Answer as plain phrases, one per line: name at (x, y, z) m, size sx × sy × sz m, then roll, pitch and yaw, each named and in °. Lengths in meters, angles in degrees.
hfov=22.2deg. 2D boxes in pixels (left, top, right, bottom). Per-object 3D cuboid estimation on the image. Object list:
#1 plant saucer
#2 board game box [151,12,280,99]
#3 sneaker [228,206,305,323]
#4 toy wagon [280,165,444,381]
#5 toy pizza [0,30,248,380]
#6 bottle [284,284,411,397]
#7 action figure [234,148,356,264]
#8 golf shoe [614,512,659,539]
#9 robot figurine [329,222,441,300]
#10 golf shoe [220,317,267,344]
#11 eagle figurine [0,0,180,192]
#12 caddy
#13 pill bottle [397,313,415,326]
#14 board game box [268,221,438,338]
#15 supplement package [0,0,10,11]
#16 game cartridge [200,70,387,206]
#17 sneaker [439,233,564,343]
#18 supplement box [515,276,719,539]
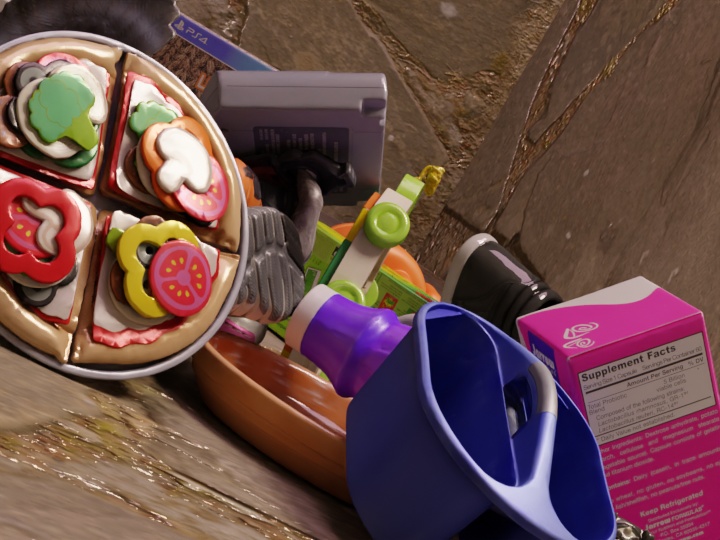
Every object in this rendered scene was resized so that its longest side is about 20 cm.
plant saucer at (-0.024, 0.101, 1.147) m, size 0.199 × 0.038 × 0.200 m, roll 30°, pitch 3°, yaw -2°
board game box at (-0.141, -0.108, 1.711) m, size 0.159 × 0.201 × 0.097 m, roll 32°, pitch 4°, yaw 27°
sneaker at (-0.118, 0.000, 1.162) m, size 0.115 × 0.076 × 0.200 m, roll -5°, pitch -1°, yaw 22°
toy wagon at (0.000, 0.000, 1.359) m, size 0.039 × 0.201 × 0.155 m, roll 29°, pitch -22°, yaw 2°
toy pizza at (-0.141, -0.040, 1.011) m, size 0.200 × 0.201 × 0.032 m, roll 29°, pitch -30°, yaw -27°
bottle at (0.043, 0.079, 1.182) m, size 0.199 × 0.065 × 0.084 m, roll 32°, pitch -1°, yaw 16°
action figure at (-0.112, -0.031, 1.274) m, size 0.199 × 0.105 × 0.193 m, roll -12°, pitch -23°, yaw 31°
golf shoe at (0.173, 0.212, 1.123) m, size 0.199 × 0.077 × 0.088 m, roll 33°, pitch -17°, yaw -7°
robot figurine at (-0.002, 0.015, 1.832) m, size 0.117 × 0.143 × 0.200 m, roll 65°, pitch -5°, yaw -14°
golf shoe at (-0.095, 0.008, 1.394) m, size 0.075 × 0.092 × 0.200 m, roll 31°, pitch 5°, yaw -11°
eagle figurine at (-0.194, -0.077, 1.082) m, size 0.151 × 0.152 × 0.200 m, roll 47°, pitch 45°, yaw 10°
caddy at (0.072, 0.098, 1.028) m, size 0.141 × 0.105 × 0.200 m, roll 37°, pitch 21°, yaw -18°
pill bottle at (0.082, 0.106, 1.339) m, size 0.111 × 0.111 × 0.200 m, roll 33°, pitch 4°, yaw 34°
board game box at (-0.010, 0.036, 1.596) m, size 0.048 × 0.102 × 0.200 m, roll 26°, pitch 6°, yaw -47°
supplement package at (-0.268, -0.127, 1.365) m, size 0.191 × 0.148 × 0.200 m, roll 30°, pitch 4°, yaw -4°
game cartridge at (-0.049, -0.093, 1.307) m, size 0.132 × 0.041 × 0.200 m, roll -3°, pitch -17°, yaw -2°
sneaker at (0.110, 0.078, 1.507) m, size 0.070 × 0.201 × 0.099 m, roll -20°, pitch 42°, yaw -38°
supplement box at (0.185, 0.120, 1.236) m, size 0.103 × 0.201 × 0.101 m, roll -16°, pitch 16°, yaw -11°
